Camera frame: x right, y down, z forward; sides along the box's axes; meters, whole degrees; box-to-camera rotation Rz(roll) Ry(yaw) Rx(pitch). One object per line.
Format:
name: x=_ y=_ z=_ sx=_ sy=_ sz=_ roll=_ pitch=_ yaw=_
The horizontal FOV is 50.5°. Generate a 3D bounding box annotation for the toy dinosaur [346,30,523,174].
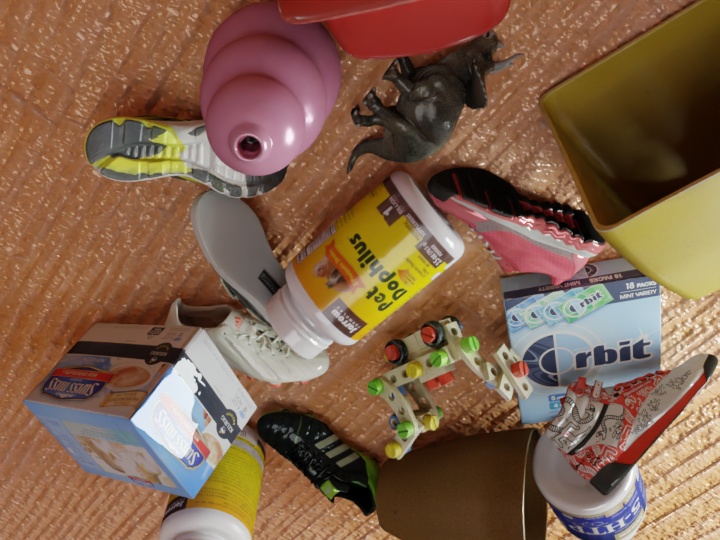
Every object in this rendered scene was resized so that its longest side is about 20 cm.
toy dinosaur: x=0.053 y=-0.146 z=0.721 sx=0.102 sy=0.077 sz=0.200 roll=33 pitch=117 yaw=-12

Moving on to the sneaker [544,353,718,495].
sneaker: x=0.300 y=0.142 z=0.861 sx=0.201 sy=0.108 sz=0.067 roll=-46 pitch=156 yaw=-4

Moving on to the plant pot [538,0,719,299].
plant pot: x=0.308 y=-0.095 z=0.687 sx=0.199 sy=0.201 sz=0.176 roll=-30 pitch=130 yaw=21

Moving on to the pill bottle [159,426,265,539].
pill bottle: x=-0.183 y=0.292 z=0.949 sx=0.108 sy=0.201 sz=0.110 roll=1 pitch=125 yaw=1

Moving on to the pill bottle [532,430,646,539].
pill bottle: x=0.295 y=0.275 z=0.962 sx=0.119 sy=0.120 sz=0.200 roll=-19 pitch=140 yaw=15

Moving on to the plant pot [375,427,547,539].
plant pot: x=0.127 y=0.292 z=0.979 sx=0.199 sy=0.187 sz=0.187 roll=-2 pitch=126 yaw=22

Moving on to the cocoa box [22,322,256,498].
cocoa box: x=-0.248 y=0.152 z=0.861 sx=0.199 sy=0.131 sz=0.134 roll=0 pitch=130 yaw=36

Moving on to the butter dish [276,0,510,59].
butter dish: x=0.044 y=-0.239 z=0.613 sx=0.198 sy=0.201 sz=0.148 roll=-10 pitch=147 yaw=10

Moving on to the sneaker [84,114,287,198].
sneaker: x=-0.169 y=-0.123 z=0.753 sx=0.199 sy=0.085 sz=0.075 roll=6 pitch=107 yaw=-27

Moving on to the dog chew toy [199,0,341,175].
dog chew toy: x=-0.080 y=-0.148 z=0.648 sx=0.124 sy=0.201 sz=0.125 roll=1 pitch=125 yaw=1

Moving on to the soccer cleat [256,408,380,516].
soccer cleat: x=-0.049 y=0.249 z=0.996 sx=0.199 sy=0.081 sz=0.068 roll=34 pitch=119 yaw=-20

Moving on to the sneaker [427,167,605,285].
sneaker: x=0.153 y=-0.036 z=0.795 sx=0.199 sy=0.074 sz=0.087 roll=20 pitch=125 yaw=-12

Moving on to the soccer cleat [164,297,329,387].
soccer cleat: x=-0.132 y=0.083 z=0.895 sx=0.198 sy=0.069 sz=0.078 roll=11 pitch=122 yaw=-2

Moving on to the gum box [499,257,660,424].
gum box: x=0.260 y=0.086 z=0.893 sx=0.169 sy=0.045 sz=0.201 roll=-10 pitch=125 yaw=9

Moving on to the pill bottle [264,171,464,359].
pill bottle: x=0.000 y=0.000 z=0.782 sx=0.200 sy=0.109 sz=0.109 roll=-40 pitch=116 yaw=11

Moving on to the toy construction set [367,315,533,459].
toy construction set: x=0.092 y=0.128 z=0.881 sx=0.199 sy=0.092 sz=0.132 roll=-28 pitch=78 yaw=28

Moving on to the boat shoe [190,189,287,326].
boat shoe: x=-0.128 y=-0.003 z=0.827 sx=0.063 sy=0.071 sz=0.201 roll=7 pitch=139 yaw=45
